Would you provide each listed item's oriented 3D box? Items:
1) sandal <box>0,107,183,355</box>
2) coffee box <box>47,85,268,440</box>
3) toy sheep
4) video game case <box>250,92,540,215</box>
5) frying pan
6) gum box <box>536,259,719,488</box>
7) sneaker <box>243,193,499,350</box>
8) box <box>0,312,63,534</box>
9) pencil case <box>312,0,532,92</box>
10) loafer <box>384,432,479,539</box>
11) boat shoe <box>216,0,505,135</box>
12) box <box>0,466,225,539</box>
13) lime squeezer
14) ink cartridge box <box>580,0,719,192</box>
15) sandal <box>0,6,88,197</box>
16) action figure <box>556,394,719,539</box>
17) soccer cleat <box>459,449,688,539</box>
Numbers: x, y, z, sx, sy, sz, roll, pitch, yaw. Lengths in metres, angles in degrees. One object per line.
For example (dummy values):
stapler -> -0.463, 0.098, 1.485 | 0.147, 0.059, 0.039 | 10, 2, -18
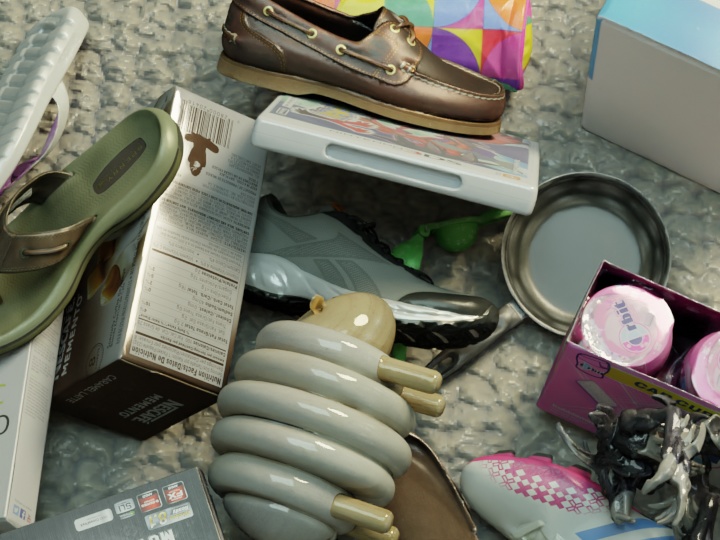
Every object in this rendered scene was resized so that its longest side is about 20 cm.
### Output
sandal -> -0.198, -0.032, 1.451 | 0.201, 0.057, 0.080 | -48, 52, 3
coffee box -> -0.133, -0.003, 1.503 | 0.080, 0.114, 0.200 | 23, 61, -26
toy sheep -> -0.028, 0.105, 1.408 | 0.138, 0.138, 0.200 | 18, 71, 9
video game case -> 0.029, -0.084, 1.516 | 0.182, 0.200, 0.023 | 14, 102, 2
frying pan -> 0.133, 0.023, 1.545 | 0.115, 0.031, 0.190 | 29, 82, 6
gum box -> 0.223, 0.081, 1.459 | 0.200, 0.114, 0.066 | 24, 66, 4
sneaker -> 0.000, 0.000, 1.508 | 0.200, 0.074, 0.079 | 17, 79, 23
box -> -0.268, 0.081, 1.485 | 0.144, 0.036, 0.200 | -9, 59, 23
pencil case -> 0.022, -0.171, 1.616 | 0.200, 0.088, 0.088 | 6, 63, 3
loafer -> 0.049, 0.175, 1.445 | 0.073, 0.071, 0.200 | -24, 65, -11
boat shoe -> 0.005, -0.144, 1.542 | 0.200, 0.070, 0.070 | 13, 107, -7
box -> -0.165, 0.225, 1.374 | 0.200, 0.048, 0.158 | -18, 75, -3
lime squeezer -> 0.064, -0.007, 1.557 | 0.071, 0.038, 0.200 | 38, 68, 17
ink cartridge box -> 0.265, -0.180, 1.583 | 0.146, 0.147, 0.200 | 27, 67, 13
sandal -> -0.232, -0.098, 1.593 | 0.050, 0.082, 0.203 | 41, 60, -28
action figure -> 0.206, 0.128, 1.371 | 0.200, 0.119, 0.102 | -4, 58, 35
soccer cleat -> 0.148, 0.181, 1.441 | 0.200, 0.070, 0.086 | 22, 57, 9
